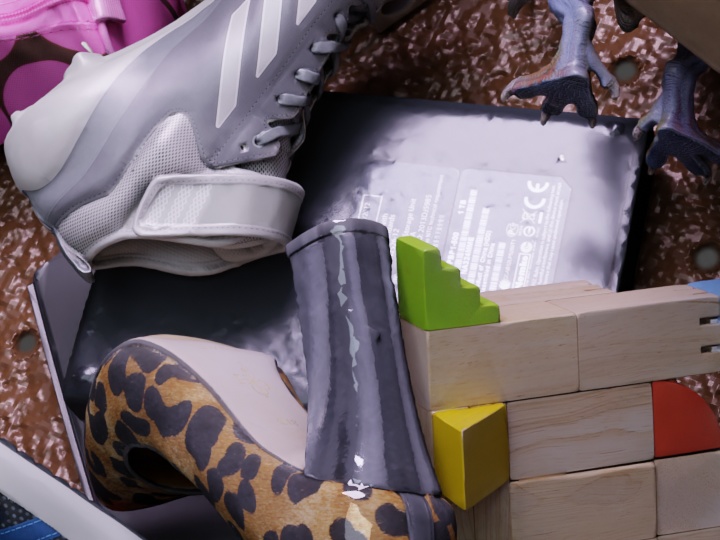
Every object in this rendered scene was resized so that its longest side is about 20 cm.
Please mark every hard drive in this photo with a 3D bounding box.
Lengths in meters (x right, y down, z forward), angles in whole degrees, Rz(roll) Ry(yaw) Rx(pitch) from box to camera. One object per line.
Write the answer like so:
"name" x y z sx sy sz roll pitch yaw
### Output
"hard drive" 0.000 0.000 0.835 0.199 0.033 0.140 6 66 16

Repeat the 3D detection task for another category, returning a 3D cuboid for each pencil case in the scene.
"pencil case" -0.173 -0.087 0.926 0.199 0.094 0.091 -9 63 16

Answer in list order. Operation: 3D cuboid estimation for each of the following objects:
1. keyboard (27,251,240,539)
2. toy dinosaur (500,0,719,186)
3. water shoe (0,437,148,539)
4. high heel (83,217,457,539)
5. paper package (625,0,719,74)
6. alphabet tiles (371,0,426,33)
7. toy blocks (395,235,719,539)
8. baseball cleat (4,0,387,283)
"keyboard" -0.047 0.058 0.852 0.127 0.021 0.200 -23 62 6
"toy dinosaur" 0.120 -0.123 0.803 0.105 0.200 0.182 18 65 -1
"water shoe" -0.112 0.112 0.765 0.200 0.072 0.079 35 81 4
"high heel" -0.040 0.087 0.728 0.200 0.071 0.143 -40 52 50
"paper package" 0.181 -0.107 0.699 0.190 0.200 0.104 38 120 -2
"alphabet tiles" 0.007 -0.180 0.841 0.166 0.200 0.006 -35 47 1
"toy blocks" 0.080 0.081 0.735 0.136 0.100 0.201 -6 101 -18
"baseball cleat" -0.030 -0.066 0.830 0.200 0.070 0.107 -34 75 0
